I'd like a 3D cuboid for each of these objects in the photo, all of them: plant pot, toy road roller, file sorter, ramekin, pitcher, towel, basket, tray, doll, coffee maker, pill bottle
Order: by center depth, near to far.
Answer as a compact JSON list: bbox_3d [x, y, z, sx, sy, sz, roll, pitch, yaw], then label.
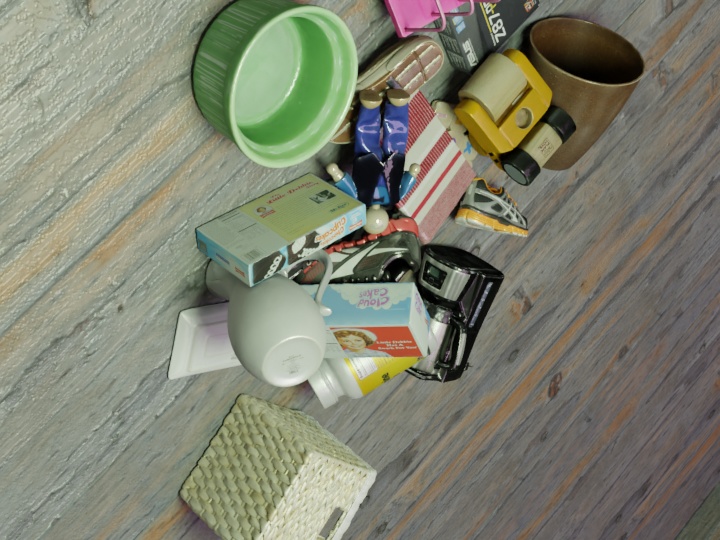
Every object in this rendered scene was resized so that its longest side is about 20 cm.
[{"bbox_3d":[-0.107,-0.236,1.371,0.199,0.097,0.202,-27,133,-33],"label":"ramekin"},{"bbox_3d":[0.131,-0.407,1.445,0.199,0.125,0.140,-33,114,-19],"label":"file sorter"},{"bbox_3d":[-0.096,0.047,1.459,0.170,0.200,0.122,-20,131,-11],"label":"pitcher"},{"bbox_3d":[0.020,-0.144,1.534,0.135,0.049,0.202,-6,119,-15],"label":"doll"},{"bbox_3d":[-0.177,0.095,1.581,0.199,0.022,0.108,-9,122,-45],"label":"tray"},{"bbox_3d":[0.081,-0.157,1.639,0.144,0.023,0.200,-54,126,-22],"label":"towel"},{"bbox_3d":[-0.124,0.313,1.652,0.160,0.199,0.199,33,89,-47],"label":"basket"},{"bbox_3d":[0.212,-0.231,1.698,0.123,0.146,0.200,-49,120,-10],"label":"toy road roller"},{"bbox_3d":[0.008,0.122,1.709,0.199,0.113,0.113,-31,138,-5],"label":"pill bottle"},{"bbox_3d":[0.329,-0.266,1.794,0.186,0.187,0.201,-23,145,-36],"label":"plant pot"},{"bbox_3d":[0.142,0.067,1.852,0.202,0.134,0.192,-67,165,13],"label":"coffee maker"}]

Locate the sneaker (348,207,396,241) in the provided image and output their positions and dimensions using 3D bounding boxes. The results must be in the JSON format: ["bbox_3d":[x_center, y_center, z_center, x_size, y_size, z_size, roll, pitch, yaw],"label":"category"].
[{"bbox_3d":[0.008,0.004,1.675,0.070,0.082,0.201,19,101,-56],"label":"sneaker"}]

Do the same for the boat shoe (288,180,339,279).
[{"bbox_3d":[-0.074,-0.043,1.573,0.200,0.056,0.069,-50,142,-11],"label":"boat shoe"}]

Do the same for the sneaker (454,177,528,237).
[{"bbox_3d":[0.226,-0.101,1.857,0.199,0.078,0.078,12,85,-59],"label":"sneaker"}]

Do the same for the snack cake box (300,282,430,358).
[{"bbox_3d":[-0.010,0.072,1.598,0.115,0.198,0.068,63,30,-57],"label":"snack cake box"}]

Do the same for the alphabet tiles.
[{"bbox_3d":[0.111,-0.161,1.732,0.195,0.015,0.202,0,114,-51],"label":"alphabet tiles"}]

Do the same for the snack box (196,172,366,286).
[{"bbox_3d":[-0.103,-0.058,1.483,0.199,0.116,0.037,-29,134,-32],"label":"snack box"}]

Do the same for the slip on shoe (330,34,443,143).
[{"bbox_3d":[0.023,-0.252,1.538,0.200,0.061,0.076,-41,126,5],"label":"slip on shoe"}]

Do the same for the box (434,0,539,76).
[{"bbox_3d":[0.168,-0.405,1.603,0.161,0.049,0.200,-45,139,-12],"label":"box"}]

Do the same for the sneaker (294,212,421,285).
[{"bbox_3d":[0.000,0.000,1.604,0.199,0.099,0.071,-24,150,7],"label":"sneaker"}]
